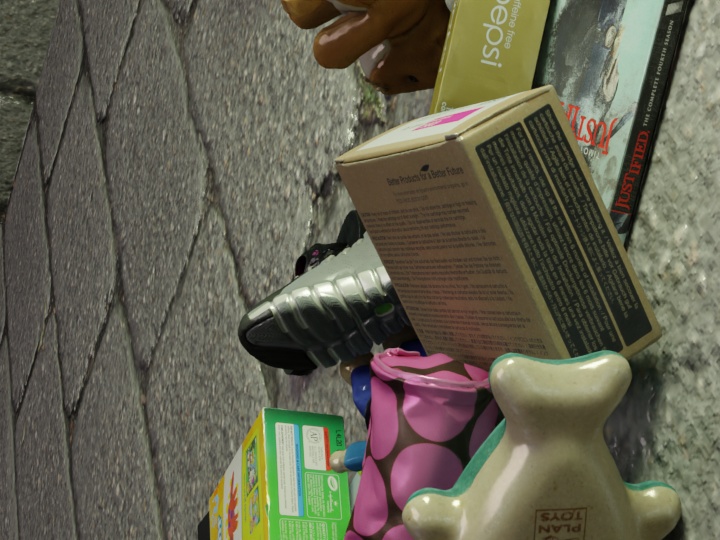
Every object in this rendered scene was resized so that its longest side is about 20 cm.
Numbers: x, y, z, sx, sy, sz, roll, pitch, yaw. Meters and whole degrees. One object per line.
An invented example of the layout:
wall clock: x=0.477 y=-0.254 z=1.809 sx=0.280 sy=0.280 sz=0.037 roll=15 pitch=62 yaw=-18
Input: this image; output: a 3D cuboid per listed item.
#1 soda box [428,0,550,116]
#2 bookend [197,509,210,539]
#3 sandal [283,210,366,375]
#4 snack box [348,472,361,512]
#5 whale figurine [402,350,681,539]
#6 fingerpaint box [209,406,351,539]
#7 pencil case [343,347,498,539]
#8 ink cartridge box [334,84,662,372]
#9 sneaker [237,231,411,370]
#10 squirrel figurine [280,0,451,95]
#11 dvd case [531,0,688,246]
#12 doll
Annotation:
soda box: x=0.098 y=-0.189 z=0.995 sx=0.068 sy=0.063 sz=0.203 roll=142 pitch=140 yaw=-87
bookend: x=-0.128 y=0.282 z=1.218 sx=0.092 sy=0.197 sz=0.201 roll=128 pitch=143 yaw=-48
sandal: x=-0.042 y=0.026 z=1.305 sx=0.076 sy=0.047 sz=0.201 roll=-102 pitch=30 yaw=-42
snack box: x=0.028 y=0.240 z=1.048 sx=0.201 sy=0.052 sz=0.143 roll=-105 pitch=33 yaw=-46
whale figurine: x=0.099 y=0.123 z=0.801 sx=0.104 sy=0.156 sz=0.203 roll=-101 pitch=10 yaw=-62
fingerpaint box: x=-0.062 y=0.237 z=1.111 sx=0.167 sy=0.072 sz=0.202 roll=121 pitch=150 yaw=-50
pencil case: x=0.030 y=0.147 z=0.896 sx=0.094 sy=0.090 sz=0.203 roll=33 pitch=115 yaw=59
ink cartridge box: x=0.079 y=-0.017 z=0.890 sx=0.166 sy=0.075 sz=0.200 roll=65 pitch=161 yaw=-10
sneaker: x=0.000 y=0.000 z=1.105 sx=0.116 sy=0.197 sz=0.075 roll=-92 pitch=-21 yaw=-49
squirrel figurine: x=0.039 y=-0.228 z=1.083 sx=0.200 sy=0.187 sz=0.142 roll=-43 pitch=38 yaw=5
dvd case: x=0.148 y=-0.101 z=0.935 sx=0.146 sy=0.022 sz=0.203 roll=-143 pitch=63 yaw=-65
doll: x=0.033 y=0.100 z=1.025 sx=0.049 sy=0.135 sz=0.200 roll=58 pitch=178 yaw=-18
